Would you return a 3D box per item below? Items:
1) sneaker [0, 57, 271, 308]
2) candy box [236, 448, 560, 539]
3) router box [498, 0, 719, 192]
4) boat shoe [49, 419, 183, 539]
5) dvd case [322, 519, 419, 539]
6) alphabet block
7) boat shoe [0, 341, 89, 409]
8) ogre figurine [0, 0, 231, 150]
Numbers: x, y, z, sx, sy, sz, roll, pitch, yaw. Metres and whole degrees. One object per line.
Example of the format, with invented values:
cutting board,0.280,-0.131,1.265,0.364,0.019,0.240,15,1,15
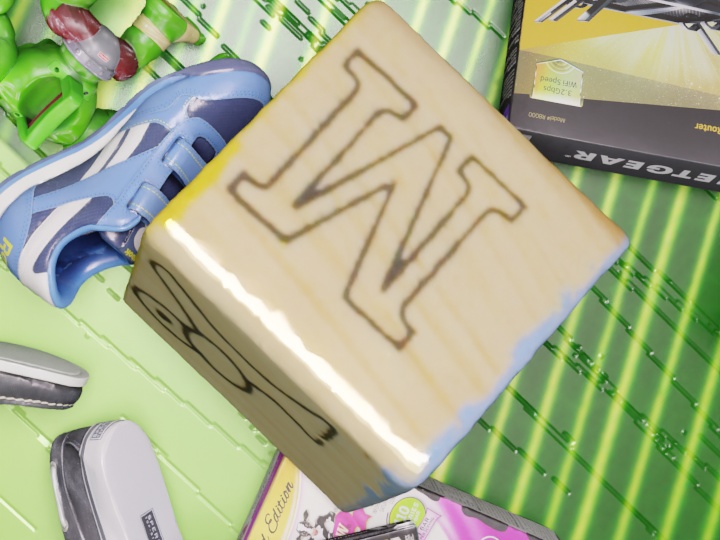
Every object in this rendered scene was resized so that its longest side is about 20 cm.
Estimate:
sneaker,-0.131,-0.051,0.982,0.199,0.074,0.082,-35,59,0
candy box,0.018,0.200,1.058,0.199,0.061,0.137,23,92,-5
router box,0.194,-0.140,1.036,0.198,0.052,0.158,9,77,-5
boat shoe,-0.154,0.197,1.043,0.067,0.072,0.201,-12,97,32
dvd case,-0.049,0.247,1.007,0.199,0.022,0.147,-13,97,-10
alphabet block,0.000,0.000,0.951,0.200,0.195,0.196,44,71,-1
boat shoe,-0.272,0.069,1.024,0.199,0.076,0.061,11,92,7
ogre figurine,-0.176,-0.136,0.998,0.120,0.098,0.200,-48,140,5
